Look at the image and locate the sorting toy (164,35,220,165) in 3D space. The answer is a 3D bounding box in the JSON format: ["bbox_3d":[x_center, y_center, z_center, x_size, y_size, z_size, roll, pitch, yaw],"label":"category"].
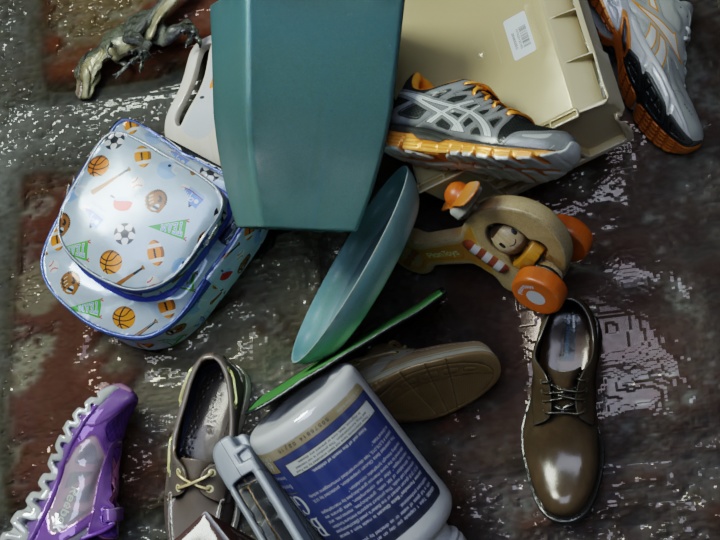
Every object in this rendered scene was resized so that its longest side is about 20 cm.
[{"bbox_3d":[-0.105,-0.172,1.584,0.180,0.107,0.200,7,73,36],"label":"sorting toy"}]

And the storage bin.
[{"bbox_3d":[0.128,-0.183,1.485,0.198,0.094,0.200,-24,66,26],"label":"storage bin"}]

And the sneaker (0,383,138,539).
[{"bbox_3d":[-0.247,0.201,1.495,0.088,0.080,0.200,27,85,13],"label":"sneaker"}]

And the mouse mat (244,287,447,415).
[{"bbox_3d":[-0.010,0.069,1.437,0.200,0.161,0.008,-30,90,2],"label":"mouse mat"}]

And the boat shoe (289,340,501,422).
[{"bbox_3d":[0.024,0.096,1.462,0.200,0.074,0.069,-18,40,6],"label":"boat shoe"}]

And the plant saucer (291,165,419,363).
[{"bbox_3d":[0.000,0.000,1.448,0.027,0.200,0.200,30,80,-9],"label":"plant saucer"}]

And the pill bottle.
[{"bbox_3d":[0.007,0.187,1.383,0.111,0.111,0.200,-37,97,-1],"label":"pill bottle"}]

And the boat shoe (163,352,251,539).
[{"bbox_3d":[-0.143,0.174,1.483,0.072,0.060,0.200,5,73,15],"label":"boat shoe"}]

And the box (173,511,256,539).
[{"bbox_3d":[-0.132,0.338,1.368,0.200,0.166,0.164,-42,67,-3],"label":"box"}]

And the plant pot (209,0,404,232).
[{"bbox_3d":[-0.051,-0.134,1.424,0.141,0.141,0.200,1,91,-17],"label":"plant pot"}]

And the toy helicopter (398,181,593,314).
[{"bbox_3d":[0.096,-0.029,1.445,0.200,0.132,0.079,-6,45,47],"label":"toy helicopter"}]

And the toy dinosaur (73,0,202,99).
[{"bbox_3d":[-0.208,-0.238,1.635,0.200,0.047,0.088,-39,40,-2],"label":"toy dinosaur"}]

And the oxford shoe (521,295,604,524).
[{"bbox_3d":[0.171,0.117,1.414,0.073,0.084,0.200,-3,73,11],"label":"oxford shoe"}]

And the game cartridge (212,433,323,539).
[{"bbox_3d":[-0.047,0.234,1.399,0.042,0.133,0.200,-35,69,3],"label":"game cartridge"}]

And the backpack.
[{"bbox_3d":[-0.197,-0.026,1.522,0.200,0.154,0.191,29,91,18],"label":"backpack"}]

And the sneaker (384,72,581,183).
[{"bbox_3d":[0.099,-0.123,1.389,0.200,0.078,0.077,13,82,36],"label":"sneaker"}]

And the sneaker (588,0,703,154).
[{"bbox_3d":[0.278,-0.204,1.503,0.092,0.076,0.200,-21,76,-13],"label":"sneaker"}]
